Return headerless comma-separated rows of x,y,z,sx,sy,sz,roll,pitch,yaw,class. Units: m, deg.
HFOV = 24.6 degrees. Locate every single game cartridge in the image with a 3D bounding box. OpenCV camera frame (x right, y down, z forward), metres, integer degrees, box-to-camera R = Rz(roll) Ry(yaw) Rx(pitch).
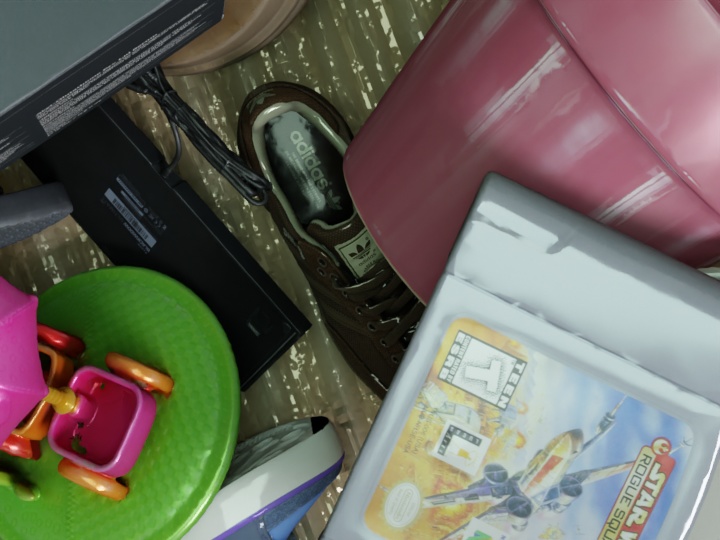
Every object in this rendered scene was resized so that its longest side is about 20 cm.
0.068,0.079,0.658,0.132,0.042,0.202,26,101,8,game cartridge

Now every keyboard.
-0.096,-0.042,0.796,0.200,0.021,0.127,48,136,1,keyboard

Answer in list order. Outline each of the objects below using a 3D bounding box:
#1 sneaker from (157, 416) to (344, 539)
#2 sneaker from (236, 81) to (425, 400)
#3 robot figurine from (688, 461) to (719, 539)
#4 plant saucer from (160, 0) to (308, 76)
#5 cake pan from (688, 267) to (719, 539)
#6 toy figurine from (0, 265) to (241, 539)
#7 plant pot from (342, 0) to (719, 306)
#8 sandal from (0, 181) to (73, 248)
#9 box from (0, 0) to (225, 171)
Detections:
-0.061,0.181,0.811,0.199,0.081,0.147,-34,98,2,sneaker
0.000,0.000,0.792,0.070,0.076,0.201,-36,89,5,sneaker
0.168,0.101,0.762,0.197,0.117,0.146,-2,94,5,robot figurine
-0.110,-0.176,0.765,0.197,0.030,0.202,9,126,12,plant saucer
0.146,0.097,0.686,0.197,0.037,0.203,1,98,7,cake pan
-0.177,0.037,0.725,0.198,0.184,0.152,20,82,27,toy figurine
0.096,-0.064,0.733,0.179,0.200,0.201,-40,89,21,plant pot
-0.226,-0.026,0.766,0.198,0.076,0.043,-10,84,-31,sandal
-0.153,-0.090,0.669,0.199,0.141,0.079,-35,95,-7,box
